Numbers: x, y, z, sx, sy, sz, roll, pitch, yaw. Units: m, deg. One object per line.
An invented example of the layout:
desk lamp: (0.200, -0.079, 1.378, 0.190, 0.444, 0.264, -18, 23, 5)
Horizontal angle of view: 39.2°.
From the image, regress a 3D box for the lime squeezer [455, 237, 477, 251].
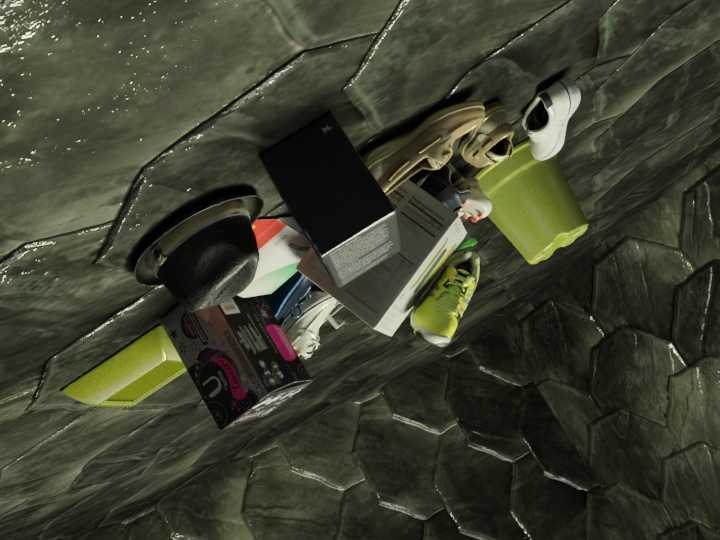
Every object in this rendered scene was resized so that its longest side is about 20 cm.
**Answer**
lime squeezer: (0.129, -0.040, 1.635, 0.071, 0.038, 0.200, -51, -169, -1)

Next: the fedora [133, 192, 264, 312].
fedora: (-0.190, -0.011, 1.298, 0.200, 0.092, 0.201, -31, 168, -7)

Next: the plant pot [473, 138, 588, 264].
plant pot: (0.322, -0.121, 1.886, 0.200, 0.185, 0.200, -30, 167, -8)

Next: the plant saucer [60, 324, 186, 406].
plant saucer: (-0.362, 0.169, 1.676, 0.199, 0.048, 0.200, -33, 168, 6)

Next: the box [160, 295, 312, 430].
box: (-0.194, 0.126, 1.562, 0.115, 0.200, 0.132, -39, 165, 25)

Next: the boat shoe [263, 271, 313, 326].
boat shoe: (-0.116, 0.040, 1.681, 0.069, 0.084, 0.200, 1, 149, -44)

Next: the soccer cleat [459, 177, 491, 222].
soccer cleat: (0.185, -0.129, 1.749, 0.078, 0.069, 0.200, -53, -170, -6)

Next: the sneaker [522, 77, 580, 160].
sneaker: (0.297, -0.243, 1.658, 0.071, 0.073, 0.200, -19, 155, -13)

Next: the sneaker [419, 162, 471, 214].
sneaker: (0.108, -0.107, 1.684, 0.146, 0.077, 0.202, -49, -170, -7)

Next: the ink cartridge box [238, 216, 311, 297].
ink cartridge box: (-0.145, -0.017, 1.491, 0.161, 0.050, 0.200, -39, 168, 27)

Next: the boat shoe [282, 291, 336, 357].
boat shoe: (-0.100, 0.116, 1.743, 0.200, 0.070, 0.071, -45, 159, 15)

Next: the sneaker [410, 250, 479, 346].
sneaker: (0.131, 0.037, 1.538, 0.200, 0.075, 0.077, -63, 176, -51)

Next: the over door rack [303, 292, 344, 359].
over door rack: (-0.045, 0.051, 1.873, 0.200, 0.067, 0.148, -54, -176, -39)

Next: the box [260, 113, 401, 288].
box: (-0.031, -0.082, 1.283, 0.107, 0.149, 0.200, -32, 167, -3)

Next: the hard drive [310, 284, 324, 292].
hard drive: (0.000, 0.000, 1.697, 0.139, 0.038, 0.200, -22, -164, -31)

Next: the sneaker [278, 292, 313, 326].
sneaker: (-0.158, 0.100, 1.820, 0.199, 0.080, 0.130, -45, 156, 11)

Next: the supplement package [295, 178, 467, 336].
supplement package: (0.036, -0.030, 1.499, 0.200, 0.150, 0.152, -53, 167, 0)

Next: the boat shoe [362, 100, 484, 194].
boat shoe: (0.095, -0.168, 1.409, 0.200, 0.065, 0.072, -29, 167, -12)

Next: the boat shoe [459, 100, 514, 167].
boat shoe: (0.204, -0.197, 1.593, 0.072, 0.065, 0.200, -30, 167, -8)
